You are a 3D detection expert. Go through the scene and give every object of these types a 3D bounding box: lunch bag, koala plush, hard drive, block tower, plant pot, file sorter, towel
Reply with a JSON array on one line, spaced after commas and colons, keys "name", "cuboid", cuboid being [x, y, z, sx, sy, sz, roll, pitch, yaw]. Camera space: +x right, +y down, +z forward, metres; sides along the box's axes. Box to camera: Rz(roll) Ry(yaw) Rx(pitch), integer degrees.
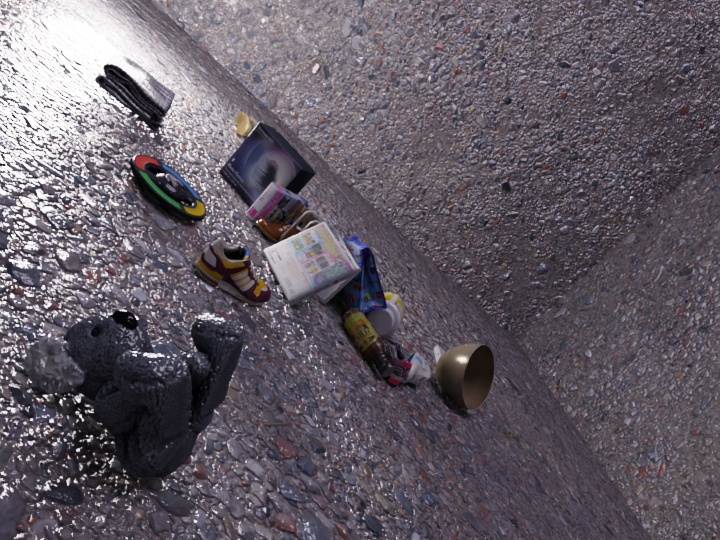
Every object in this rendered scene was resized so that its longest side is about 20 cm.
[{"name": "lunch bag", "cuboid": [0.000, 0.000, 1.739, 0.150, 0.092, 0.204, -149, -129, -65]}, {"name": "koala plush", "cuboid": [-0.272, 0.122, 0.724, 0.197, 0.187, 0.177, 26, 21, 13]}, {"name": "hard drive", "cuboid": [0.340, 0.360, 2.187, 0.200, 0.027, 0.132, 44, 13, -12]}, {"name": "block tower", "cuboid": [-0.127, -0.114, 1.815, 0.200, 0.058, 0.054, 44, 7, -30]}, {"name": "plant pot", "cuboid": [0.312, 0.318, 1.933, 0.133, 0.204, 0.199, 9, -13, 39]}, {"name": "file sorter", "cuboid": [-0.116, -0.042, 1.688, 0.124, 0.138, 0.201, 39, 13, -43]}, {"name": "towel", "cuboid": [-0.600, -0.489, 1.677, 0.199, 0.086, 0.166, 39, 15, -27]}]

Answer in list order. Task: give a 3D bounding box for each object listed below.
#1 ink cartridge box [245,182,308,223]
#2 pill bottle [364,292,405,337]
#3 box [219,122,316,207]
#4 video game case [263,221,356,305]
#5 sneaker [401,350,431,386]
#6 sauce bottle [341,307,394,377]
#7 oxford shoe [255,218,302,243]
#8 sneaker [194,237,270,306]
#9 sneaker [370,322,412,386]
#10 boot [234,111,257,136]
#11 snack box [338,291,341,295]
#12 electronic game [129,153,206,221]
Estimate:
[{"name": "ink cartridge box", "cuboid": [-0.231, -0.174, 1.801, 0.042, 0.119, 0.199, 49, 13, 23]}, {"name": "pill bottle", "cuboid": [0.072, 0.132, 1.842, 0.109, 0.109, 0.200, 45, 12, 3]}, {"name": "box", "cuboid": [-0.277, -0.293, 1.846, 0.200, 0.199, 0.123, 46, 12, 11]}, {"name": "video game case", "cuboid": [-0.129, -0.022, 1.546, 0.201, 0.179, 0.024, 56, -14, 41]}, {"name": "sneaker", "cuboid": [0.153, 0.280, 1.722, 0.081, 0.076, 0.200, 49, 15, 9]}, {"name": "sauce bottle", "cuboid": [0.022, 0.186, 1.611, 0.064, 0.065, 0.201, 27, 21, -54]}, {"name": "oxford shoe", "cuboid": [-0.222, -0.116, 1.764, 0.072, 0.071, 0.199, 53, 16, 28]}, {"name": "sneaker", "cuboid": [-0.240, 0.004, 1.274, 0.199, 0.090, 0.075, 30, 19, -49]}, {"name": "sneaker", "cuboid": [0.069, 0.213, 1.659, 0.080, 0.075, 0.201, 29, 20, -52]}, {"name": "boot", "cuboid": [-0.421, -0.551, 2.483, 0.155, 0.073, 0.200, 35, 11, -30]}, {"name": "snack box", "cuboid": [-0.073, 0.012, 1.880, 0.199, 0.053, 0.143, 37, 14, -34]}, {"name": "electronic game", "cuboid": [-0.425, -0.185, 1.381, 0.200, 0.042, 0.200, 43, 13, -12]}]
